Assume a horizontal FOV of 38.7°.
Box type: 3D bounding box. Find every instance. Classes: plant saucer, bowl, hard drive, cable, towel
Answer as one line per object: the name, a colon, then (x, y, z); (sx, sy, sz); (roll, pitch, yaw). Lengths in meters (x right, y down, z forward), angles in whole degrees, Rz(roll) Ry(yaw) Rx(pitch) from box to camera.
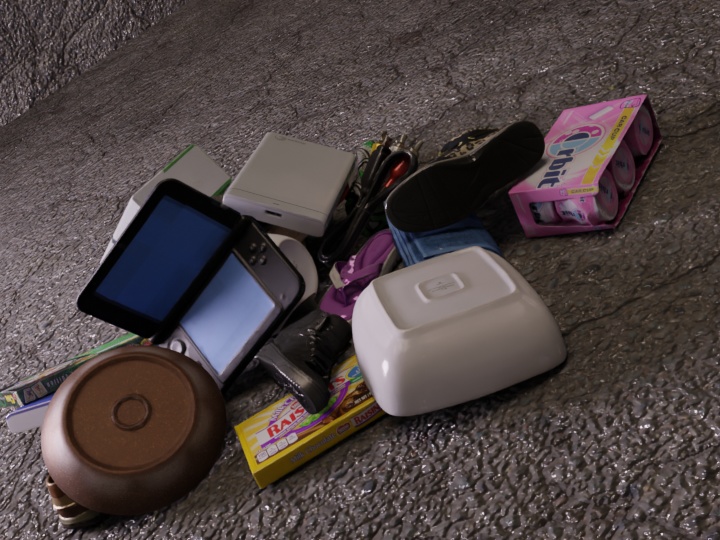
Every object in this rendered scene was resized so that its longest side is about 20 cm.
plant saucer: (-0.243, 0.158, 1.091); (0.198, 0.037, 0.202); (2, 55, -3)
bowl: (0.087, 0.047, 1.029); (0.198, 0.075, 0.200); (-19, 25, -4)
hard drive: (-0.088, -0.117, 1.335); (0.130, 0.027, 0.201); (15, 32, 4)
cable: (0.020, -0.088, 1.316); (0.097, 0.050, 0.202); (21, 86, 43)
towel: (0.096, -0.040, 1.212); (0.110, 0.049, 0.200); (-9, 26, -5)
hard drive: (-0.318, 0.138, 1.245); (0.131, 0.026, 0.200); (-18, 6, 19)

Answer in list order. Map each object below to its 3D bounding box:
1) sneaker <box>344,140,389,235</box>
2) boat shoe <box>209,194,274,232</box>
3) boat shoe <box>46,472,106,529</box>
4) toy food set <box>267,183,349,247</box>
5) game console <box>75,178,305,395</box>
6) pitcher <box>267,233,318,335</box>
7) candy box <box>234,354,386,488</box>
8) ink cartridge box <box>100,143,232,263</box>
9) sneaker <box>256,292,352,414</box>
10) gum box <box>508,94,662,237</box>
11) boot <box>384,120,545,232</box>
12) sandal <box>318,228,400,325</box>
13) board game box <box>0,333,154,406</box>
sneaker: (0.010, -0.116, 1.416); (0.084, 0.079, 0.200); (-26, 27, 4)
boat shoe: (-0.162, -0.066, 1.312); (0.060, 0.073, 0.202); (-12, 9, 21)
boat shoe: (-0.290, 0.194, 1.149); (0.075, 0.074, 0.201); (-16, 29, 19)
toy food set: (-0.100, -0.058, 1.413); (0.198, 0.049, 0.200); (-49, 22, -7)
game console: (-0.191, 0.029, 1.148); (0.200, 0.171, 0.118); (-50, -23, 19)
pitcher: (-0.153, 0.052, 1.251); (0.199, 0.121, 0.173); (-23, 46, 32)
candy box: (-0.032, 0.142, 1.061); (0.199, 0.027, 0.102); (-31, 23, -7)
ink cartridge box: (-0.289, -0.071, 1.509); (0.147, 0.083, 0.200); (-51, 3, -38)
sneaker: (-0.049, 0.083, 1.091); (0.104, 0.060, 0.199); (-38, 19, -13)
gum box: (0.265, -0.120, 1.201); (0.113, 0.067, 0.200); (-5, 35, 40)
boot: (0.112, -0.113, 1.233); (0.202, 0.074, 0.154); (-30, 11, -4)
sandal: (-0.006, 0.001, 1.254); (0.082, 0.050, 0.203); (-10, 30, 31)
board game box: (-0.350, 0.120, 1.279); (0.199, 0.024, 0.104); (-25, 5, -35)
